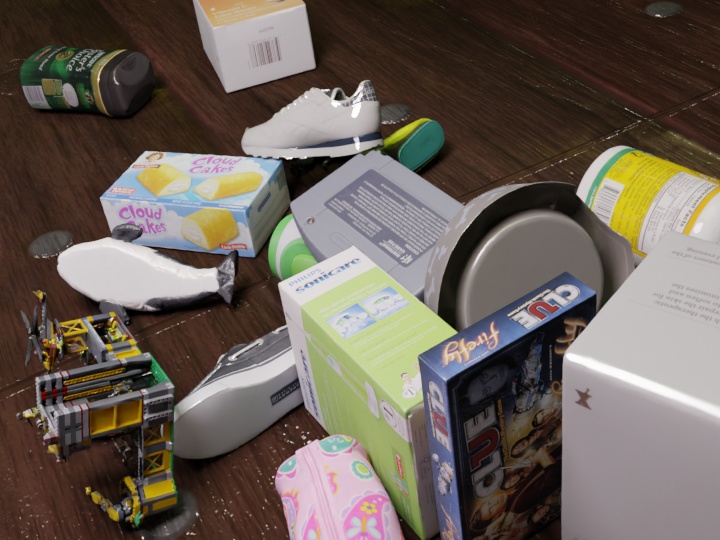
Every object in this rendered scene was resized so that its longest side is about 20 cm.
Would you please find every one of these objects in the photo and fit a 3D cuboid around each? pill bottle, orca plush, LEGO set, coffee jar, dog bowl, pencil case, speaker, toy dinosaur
[{"bbox_3d":[0.317,-0.040,0.945,0.112,0.115,0.199,-30,40,-26],"label":"pill bottle"},{"bbox_3d":[-0.228,-0.002,1.062,0.195,0.108,0.071,-9,4,5],"label":"orca plush"},{"bbox_3d":[-0.239,0.126,0.820,0.114,0.156,0.200,-10,39,-31],"label":"LEGO set"},{"bbox_3d":[-0.417,-0.292,1.481,0.196,0.087,0.105,8,39,23],"label":"coffee jar"},{"bbox_3d":[0.144,0.017,0.848,0.196,0.204,0.059,-20,21,-15],"label":"dog bowl"},{"bbox_3d":[-0.006,0.213,0.705,0.086,0.089,0.201,-15,35,-7],"label":"pencil case"},{"bbox_3d":[0.000,0.000,0.989,0.197,0.090,0.088,19,44,33],"label":"speaker"},{"bbox_3d":[-0.086,-0.158,1.260,0.196,0.048,0.088,8,33,26],"label":"toy dinosaur"}]

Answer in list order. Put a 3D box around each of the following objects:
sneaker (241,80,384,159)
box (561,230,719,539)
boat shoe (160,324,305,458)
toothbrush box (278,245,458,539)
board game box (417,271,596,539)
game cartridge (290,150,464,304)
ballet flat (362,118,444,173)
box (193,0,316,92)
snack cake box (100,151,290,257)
[{"bbox_3d":[-0.060,-0.177,1.152,0.196,0.082,0.076,-2,14,29],"label":"sneaker"},{"bbox_3d":[0.263,0.118,0.671,0.196,0.203,0.171,21,43,34],"label":"box"},{"bbox_3d":[-0.104,0.101,0.890,0.198,0.073,0.067,-30,42,-29],"label":"boat shoe"},{"bbox_3d":[0.022,0.097,0.802,0.085,0.148,0.199,-27,38,-22],"label":"toothbrush box"},{"bbox_3d":[0.113,0.118,0.706,0.134,0.203,0.035,-27,38,-22],"label":"board game box"},{"bbox_3d":[0.023,-0.037,0.928,0.132,0.041,0.199,-33,46,-19],"label":"game cartridge"},{"bbox_3d":[0.028,-0.126,1.183,0.066,0.068,0.199,-4,27,45],"label":"ballet flat"},{"bbox_3d":[-0.173,-0.387,1.532,0.149,0.108,0.201,-18,37,-11],"label":"box"},{"bbox_3d":[-0.197,-0.084,1.164,0.196,0.068,0.116,5,39,20],"label":"snack cake box"}]
